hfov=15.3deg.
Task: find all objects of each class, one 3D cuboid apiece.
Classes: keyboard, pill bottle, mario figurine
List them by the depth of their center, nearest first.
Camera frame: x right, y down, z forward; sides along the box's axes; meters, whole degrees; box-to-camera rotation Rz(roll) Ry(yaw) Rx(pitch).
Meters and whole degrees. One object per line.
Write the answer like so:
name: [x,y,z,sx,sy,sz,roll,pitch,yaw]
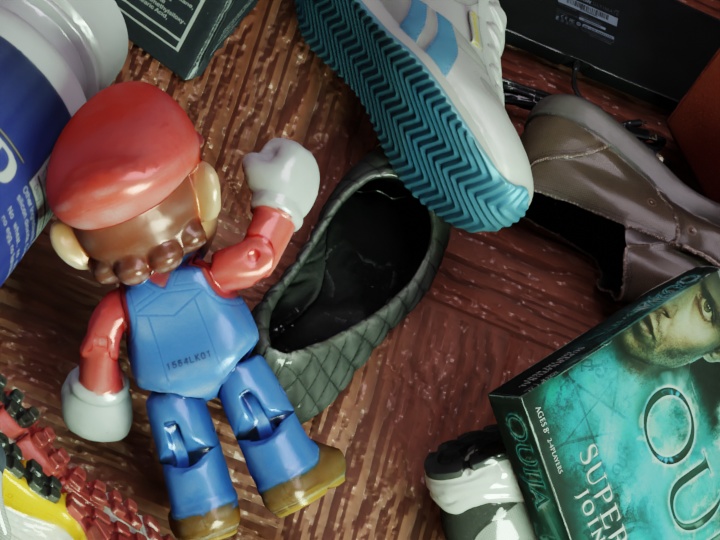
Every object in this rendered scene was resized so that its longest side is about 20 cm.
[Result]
mario figurine: [-0.073,0.013,1.185,0.123,0.106,0.201,-21,93,-29]
pill bottle: [-0.190,-0.054,1.195,0.119,0.120,0.200,33,54,-2]
keyboard: [0.114,-0.116,1.423,0.199,0.021,0.128,22,50,-9]

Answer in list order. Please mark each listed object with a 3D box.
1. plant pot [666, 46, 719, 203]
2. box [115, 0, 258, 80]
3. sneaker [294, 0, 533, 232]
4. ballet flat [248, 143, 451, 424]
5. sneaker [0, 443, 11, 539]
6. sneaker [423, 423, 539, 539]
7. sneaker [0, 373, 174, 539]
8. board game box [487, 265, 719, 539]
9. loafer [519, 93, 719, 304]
plant pot: [0.279,-0.088,1.366,0.176,0.200,0.200,42,54,8]
box: [-0.102,-0.236,1.291,0.200,0.199,0.123,36,54,0]
sneaker: [0.040,-0.101,1.311,0.080,0.077,0.200,-13,49,-23]
ballet flat: [0.000,0.000,1.280,0.066,0.057,0.200,32,50,1]
sneaker: [-0.234,0.105,1.064,0.202,0.077,0.147,-37,81,6]
sneaker: [0.114,0.103,1.271,0.199,0.074,0.080,-14,98,-35]
sneaker: [-0.136,0.127,1.146,0.200,0.082,0.078,46,17,-8]
board game box: [0.143,0.116,1.227,0.135,0.028,0.201,-31,109,-33]
loafer: [0.151,-0.002,1.347,0.200,0.073,0.071,37,64,7]
